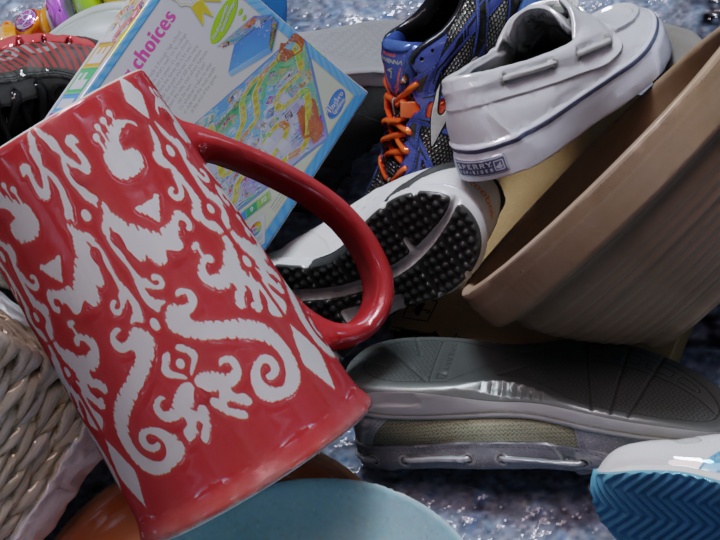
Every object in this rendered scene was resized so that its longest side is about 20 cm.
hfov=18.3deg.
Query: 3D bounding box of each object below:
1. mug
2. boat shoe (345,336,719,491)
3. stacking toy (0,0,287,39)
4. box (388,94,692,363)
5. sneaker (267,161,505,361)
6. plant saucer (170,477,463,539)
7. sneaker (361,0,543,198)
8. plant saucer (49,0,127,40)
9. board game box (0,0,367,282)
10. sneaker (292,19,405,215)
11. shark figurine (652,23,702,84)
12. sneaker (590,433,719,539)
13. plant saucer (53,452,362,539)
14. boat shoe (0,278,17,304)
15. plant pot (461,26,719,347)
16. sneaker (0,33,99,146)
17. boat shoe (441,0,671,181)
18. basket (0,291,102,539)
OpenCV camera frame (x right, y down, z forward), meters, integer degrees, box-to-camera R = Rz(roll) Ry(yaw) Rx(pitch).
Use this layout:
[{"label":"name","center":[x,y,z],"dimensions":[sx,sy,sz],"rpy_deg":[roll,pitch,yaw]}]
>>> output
[{"label":"mug","center":[-0.092,0.007,1.111],"dimensions":[0.133,0.200,0.177],"rpy_deg":[-29,6,35]},{"label":"boat shoe","center":[0.091,0.078,1.150],"dimensions":[0.201,0.065,0.074],"rpy_deg":[3,28,14]},{"label":"stacking toy","center":[-0.157,-0.170,1.415],"dimensions":[0.199,0.110,0.116],"rpy_deg":[-20,61,18]},{"label":"box","center":[0.126,-0.024,1.256],"dimensions":[0.163,0.021,0.200],"rpy_deg":[9,51,25]},{"label":"sneaker","center":[0.000,0.000,1.224],"dimensions":[0.200,0.074,0.080],"rpy_deg":[-24,13,33]},{"label":"plant saucer","center":[-0.032,0.188,1.046],"dimensions":[0.200,0.039,0.201],"rpy_deg":[-10,45,10]},{"label":"sneaker","center":[0.037,-0.101,1.265],"dimensions":[0.075,0.078,0.201],"rpy_deg":[25,92,59]},{"label":"plant saucer","center":[-0.153,-0.057,1.282],"dimensions":[0.200,0.050,0.201],"rpy_deg":[-2,87,36]},{"label":"board game box","center":[-0.102,-0.055,1.189],"dimensions":[0.200,0.134,0.034],"rpy_deg":[-57,25,-14]},{"label":"sneaker","center":[-0.002,-0.089,1.335],"dimensions":[0.200,0.099,0.071],"rpy_deg":[-8,38,-34]},{"label":"shark figurine","center":[0.246,-0.094,1.214],"dimensions":[0.214,0.090,0.128],"rpy_deg":[8,53,20]},{"label":"sneaker","center":[0.211,0.102,1.077],"dimensions":[0.199,0.077,0.081],"rpy_deg":[0,40,10]},{"label":"plant saucer","center":[-0.074,0.173,1.128],"dimensions":[0.199,0.038,0.201],"rpy_deg":[-10,45,10]},{"label":"boat shoe","center":[-0.208,0.046,1.271],"dimensions":[0.199,0.072,0.068],"rpy_deg":[13,49,26]},{"label":"plant pot","center":[0.152,-0.027,1.140],"dimensions":[0.093,0.201,0.201],"rpy_deg":[45,66,-1]},{"label":"sneaker","center":[-0.210,-0.076,1.181],"dimensions":[0.200,0.071,0.098],"rpy_deg":[-10,28,-17]},{"label":"boat shoe","center":[0.107,-0.114,1.200],"dimensions":[0.073,0.066,0.200],"rpy_deg":[-7,21,32]},{"label":"basket","center":[-0.267,0.078,1.156],"dimensions":[0.198,0.161,0.200],"rpy_deg":[32,86,40]}]
